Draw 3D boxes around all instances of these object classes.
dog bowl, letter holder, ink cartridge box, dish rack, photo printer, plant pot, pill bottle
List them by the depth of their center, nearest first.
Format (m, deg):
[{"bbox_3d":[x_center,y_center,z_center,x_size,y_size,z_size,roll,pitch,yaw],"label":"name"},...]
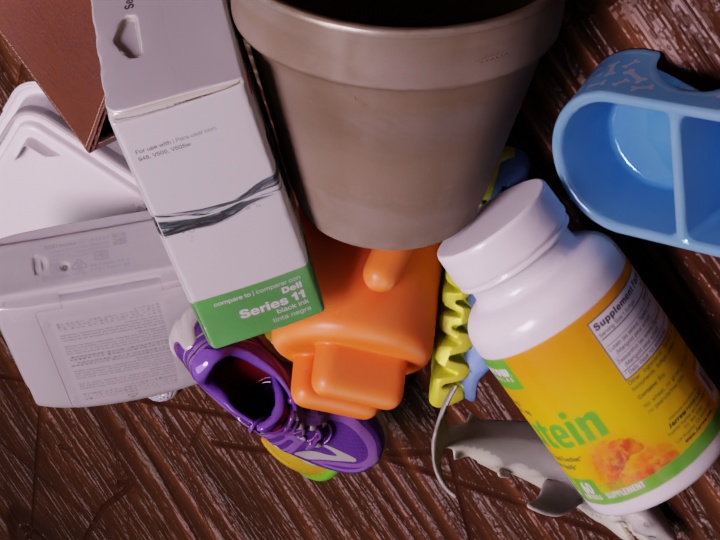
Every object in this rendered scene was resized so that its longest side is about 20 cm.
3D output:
[{"bbox_3d":[0.197,-0.063,0.861,0.200,0.050,0.112,18,128,41],"label":"dog bowl"},{"bbox_3d":[0.021,-0.115,0.896,0.200,0.200,0.174,28,134,33],"label":"plant pot"},{"bbox_3d":[-0.095,-0.075,0.924,0.200,0.083,0.147,72,-179,-46],"label":"ink cartridge box"},{"bbox_3d":[0.138,0.046,0.931,0.200,0.111,0.111,53,144,-12],"label":"pill bottle"},{"bbox_3d":[-0.194,-0.213,1.034,0.200,0.100,0.142,52,147,12],"label":"letter holder"},{"bbox_3d":[-0.185,0.037,1.112,0.200,0.166,0.070,89,169,-61],"label":"photo printer"},{"bbox_3d":[-0.225,-0.039,1.137,0.171,0.044,0.200,33,137,-12],"label":"dish rack"}]

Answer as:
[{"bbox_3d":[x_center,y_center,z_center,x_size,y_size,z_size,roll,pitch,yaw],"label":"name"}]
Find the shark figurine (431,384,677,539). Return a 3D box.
[{"bbox_3d":[0.123,0.116,1.036,0.090,0.214,0.128,-63,25,9],"label":"shark figurine"}]

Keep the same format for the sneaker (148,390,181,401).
[{"bbox_3d":[-0.164,0.004,1.274,0.075,0.114,0.201,-12,95,57],"label":"sneaker"}]

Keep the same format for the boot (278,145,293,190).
[{"bbox_3d":[-0.139,-0.076,1.146,0.168,0.077,0.200,25,157,-23],"label":"boot"}]

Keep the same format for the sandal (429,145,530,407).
[{"bbox_3d":[0.099,0.007,1.018,0.087,0.080,0.201,7,121,2],"label":"sandal"}]

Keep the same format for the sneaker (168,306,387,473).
[{"bbox_3d":[-0.059,0.102,1.069,0.200,0.081,0.084,35,-164,-31],"label":"sneaker"}]

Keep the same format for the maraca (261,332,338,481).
[{"bbox_3d":[-0.033,0.074,1.180,0.137,0.107,0.201,39,126,47],"label":"maraca"}]

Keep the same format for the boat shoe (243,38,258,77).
[{"bbox_3d":[-0.119,-0.209,1.095,0.200,0.072,0.068,37,141,29],"label":"boat shoe"}]

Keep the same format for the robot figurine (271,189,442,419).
[{"bbox_3d":[0.001,0.000,1.034,0.116,0.201,0.144,0,160,16],"label":"robot figurine"}]
